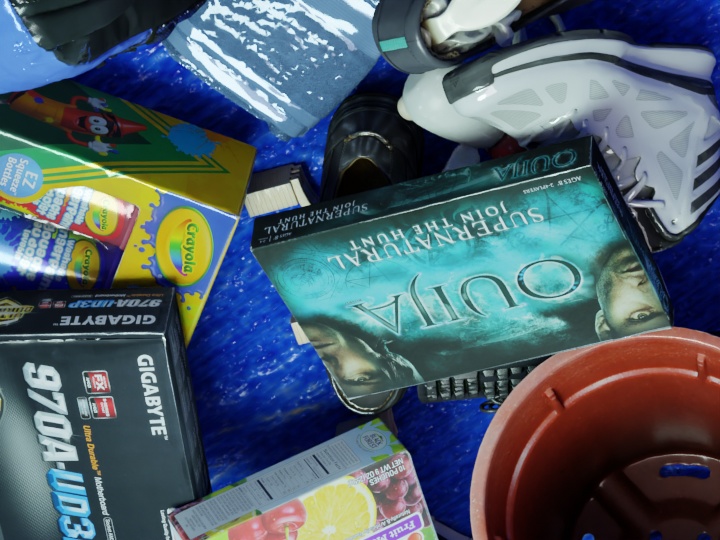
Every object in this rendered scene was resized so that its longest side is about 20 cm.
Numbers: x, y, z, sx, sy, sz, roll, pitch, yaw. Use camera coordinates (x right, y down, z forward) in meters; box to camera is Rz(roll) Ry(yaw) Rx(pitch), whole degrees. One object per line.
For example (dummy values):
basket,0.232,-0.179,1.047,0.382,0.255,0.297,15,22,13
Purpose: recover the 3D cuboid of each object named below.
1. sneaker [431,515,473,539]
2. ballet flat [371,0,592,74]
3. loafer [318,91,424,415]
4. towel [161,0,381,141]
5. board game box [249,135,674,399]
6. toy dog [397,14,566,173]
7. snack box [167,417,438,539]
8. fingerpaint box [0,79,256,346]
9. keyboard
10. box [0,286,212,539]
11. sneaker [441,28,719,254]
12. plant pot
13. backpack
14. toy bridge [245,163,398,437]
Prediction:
sneaker,0.072,0.214,1.763,0.200,0.081,0.076,19,117,-7
ballet flat,0.099,-0.166,1.515,0.200,0.073,0.073,-31,115,-10
loafer,0.000,0.000,1.623,0.073,0.072,0.200,2,116,10
towel,-0.015,-0.171,1.578,0.112,0.049,0.200,37,116,-15
board game box,0.057,0.002,1.547,0.200,0.028,0.135,-14,133,21
toy dog,0.085,-0.047,1.611,0.096,0.132,0.200,-14,113,45
snack box,-0.014,0.206,1.661,0.142,0.053,0.200,-23,116,-11
fingerpaint box,-0.172,-0.005,1.642,0.167,0.073,0.200,20,127,-7
keyboard,0.134,0.063,1.667,0.200,0.127,0.021,-5,77,2
box,-0.174,0.099,1.638,0.159,0.046,0.200,-1,130,7
sneaker,0.134,-0.066,1.532,0.076,0.200,0.115,-21,75,46
plant pot,0.177,0.154,1.631,0.201,0.201,0.195,-8,162,9
backpack,-0.183,-0.173,1.493,0.168,0.200,0.163,-18,106,31
toy bridge,-0.008,0.026,1.696,0.067,0.027,0.200,-15,115,12
